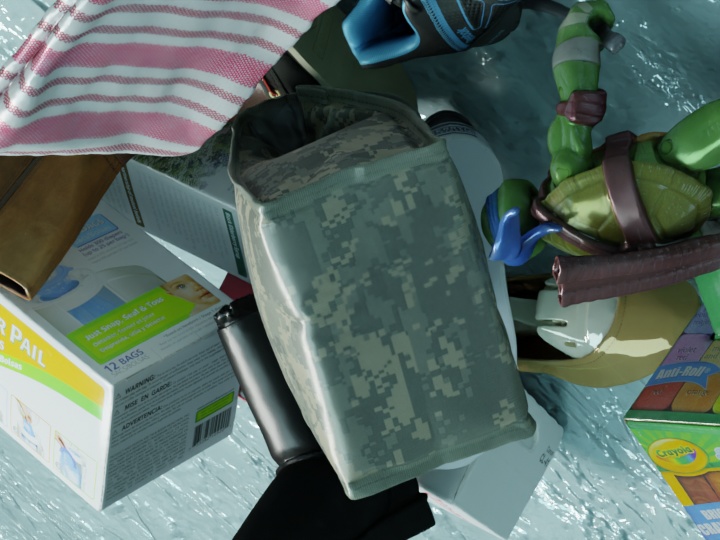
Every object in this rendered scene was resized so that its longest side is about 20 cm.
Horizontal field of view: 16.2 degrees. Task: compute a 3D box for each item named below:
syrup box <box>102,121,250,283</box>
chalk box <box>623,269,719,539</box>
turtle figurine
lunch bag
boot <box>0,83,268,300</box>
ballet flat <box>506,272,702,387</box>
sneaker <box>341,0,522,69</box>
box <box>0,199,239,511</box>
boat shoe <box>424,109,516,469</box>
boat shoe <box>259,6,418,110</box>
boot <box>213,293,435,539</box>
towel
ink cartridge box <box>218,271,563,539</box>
[{"bbox_3d":[-0.092,-0.061,1.526,0.200,0.079,0.082,25,150,23],"label":"syrup box"},{"bbox_3d":[0.231,0.073,1.291,0.125,0.124,0.200,0,135,50],"label":"chalk box"},{"bbox_3d":[0.158,-0.071,1.212,0.194,0.200,0.144,-9,100,26],"label":"turtle figurine"},{"bbox_3d":[0.000,0.000,1.283,0.200,0.117,0.164,-131,22,-70],"label":"lunch bag"},{"bbox_3d":[-0.137,-0.066,1.438,0.188,0.200,0.069,25,150,24],"label":"boot"},{"bbox_3d":[0.108,0.030,1.425,0.063,0.069,0.200,18,165,-31],"label":"ballet flat"},{"bbox_3d":[0.053,-0.149,1.191,0.073,0.082,0.200,60,155,14],"label":"sneaker"},{"bbox_3d":[-0.177,0.031,1.503,0.200,0.112,0.101,37,136,29],"label":"box"},{"bbox_3d":[0.048,0.010,1.406,0.072,0.068,0.200,-4,110,-2],"label":"boat shoe"},{"bbox_3d":[-0.047,-0.136,1.352,0.063,0.074,0.201,-13,130,34],"label":"boat shoe"},{"bbox_3d":[-0.038,0.090,1.397,0.073,0.198,0.163,-20,90,32],"label":"boot"},{"bbox_3d":[-0.087,-0.109,1.185,0.200,0.146,0.030,-44,61,38],"label":"towel"},{"bbox_3d":[0.010,0.078,1.564,0.200,0.086,0.148,27,175,22],"label":"ink cartridge box"}]
